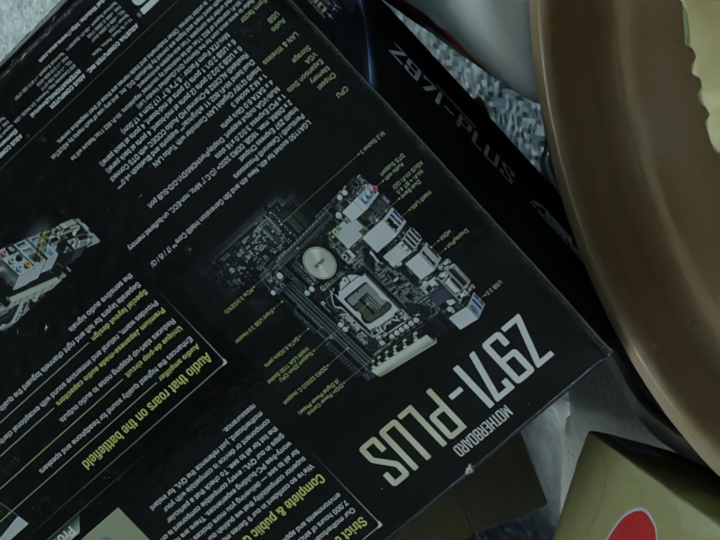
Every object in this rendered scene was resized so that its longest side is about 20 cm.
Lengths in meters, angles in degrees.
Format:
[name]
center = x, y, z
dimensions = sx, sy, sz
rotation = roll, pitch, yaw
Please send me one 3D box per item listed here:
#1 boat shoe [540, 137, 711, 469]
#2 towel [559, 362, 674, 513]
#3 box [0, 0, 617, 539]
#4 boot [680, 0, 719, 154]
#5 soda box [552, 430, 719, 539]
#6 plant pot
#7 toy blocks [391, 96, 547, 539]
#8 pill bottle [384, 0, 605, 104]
[boat shoe]
center = 0.101, 0.001, 0.671
dimensions = 0.200, 0.073, 0.063
rotation = -137, 34, -61
[towel]
center = 0.117, 0.089, 0.745
dimensions = 0.200, 0.034, 0.133
rotation = -132, 34, -50
[box]
center = -0.054, 0.014, 0.654
dimensions = 0.164, 0.200, 0.086
rotation = 46, -164, -6
[boot]
center = 0.139, -0.109, 0.387
dimensions = 0.200, 0.066, 0.176
rotation = -19, 89, 32
[soda box]
center = 0.099, 0.096, 0.567
dimensions = 0.200, 0.064, 0.068
rotation = -142, 69, -78
[plant pot]
center = 0.128, -0.042, 0.538
dimensions = 0.201, 0.093, 0.201
rotation = 47, 145, 48
[toy blocks]
center = 0.000, 0.000, 0.771
dimensions = 0.137, 0.100, 0.200
rotation = -122, 10, -77
[pill bottle]
center = 0.032, -0.131, 0.691
dimensions = 0.200, 0.114, 0.114
rotation = 43, 143, 53
